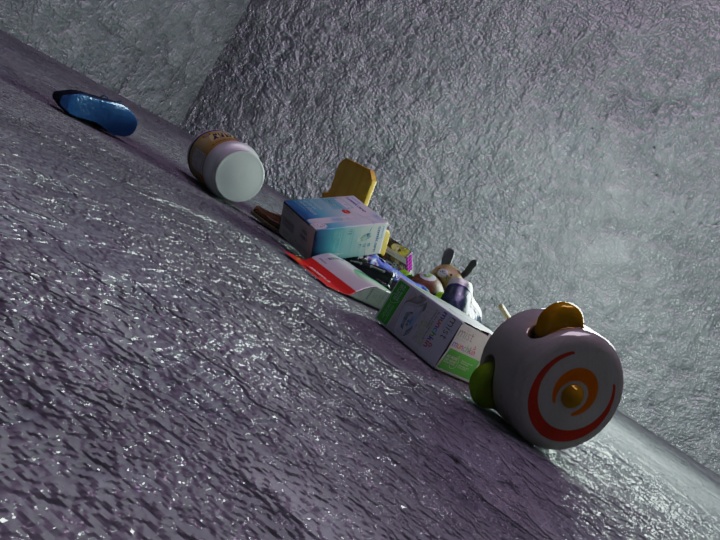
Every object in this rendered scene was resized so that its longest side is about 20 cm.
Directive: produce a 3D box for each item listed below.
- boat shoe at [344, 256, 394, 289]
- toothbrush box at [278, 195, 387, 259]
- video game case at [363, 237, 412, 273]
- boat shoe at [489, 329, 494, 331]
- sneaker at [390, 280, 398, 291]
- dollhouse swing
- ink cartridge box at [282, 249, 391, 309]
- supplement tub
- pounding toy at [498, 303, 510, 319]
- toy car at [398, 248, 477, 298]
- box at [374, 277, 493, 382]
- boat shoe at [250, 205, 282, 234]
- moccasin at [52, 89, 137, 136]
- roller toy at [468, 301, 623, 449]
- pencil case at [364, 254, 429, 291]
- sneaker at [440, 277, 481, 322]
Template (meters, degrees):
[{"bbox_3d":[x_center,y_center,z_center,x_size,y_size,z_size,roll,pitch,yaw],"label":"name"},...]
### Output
[{"bbox_3d":[0.000,0.000,1.442,0.200,0.061,0.076,28,-6,39],"label":"boat shoe"},{"bbox_3d":[-0.062,-0.098,1.436,0.199,0.086,0.146,-7,35,-36],"label":"toothbrush box"},{"bbox_3d":[0.081,-0.026,1.897,0.181,0.036,0.200,35,-28,28],"label":"video game case"},{"bbox_3d":[0.460,0.243,1.964,0.199,0.072,0.068,30,9,-5],"label":"boat shoe"},{"bbox_3d":[0.088,0.064,1.401,0.081,0.074,0.200,26,5,-27],"label":"sneaker"},{"bbox_3d":[0.006,-0.182,1.760,0.181,0.176,0.200,30,3,-41],"label":"dollhouse swing"},{"bbox_3d":[-0.041,0.006,1.290,0.161,0.050,0.200,36,4,40],"label":"ink cartridge box"},{"bbox_3d":[-0.328,-0.255,1.544,0.144,0.145,0.200,28,6,-39],"label":"supplement tub"},{"bbox_3d":[0.450,0.208,1.817,0.200,0.143,0.184,33,4,13],"label":"pounding toy"},{"bbox_3d":[0.218,0.025,1.694,0.164,0.200,0.158,31,-19,35],"label":"toy car"},{"bbox_3d":[0.159,0.116,1.134,0.200,0.097,0.176,28,6,-43],"label":"box"},{"bbox_3d":[-0.169,-0.110,1.535,0.199,0.068,0.072,32,5,0],"label":"boat shoe"},{"bbox_3d":[-0.574,-0.355,1.378,0.068,0.081,0.200,29,2,24],"label":"moccasin"},{"bbox_3d":[0.281,0.157,0.927,0.182,0.200,0.140,36,3,-20],"label":"roller toy"},{"bbox_3d":[0.080,0.035,1.551,0.199,0.087,0.078,32,-12,-11],"label":"pencil case"},{"bbox_3d":[0.207,0.124,1.380,0.080,0.147,0.200,9,-31,22],"label":"sneaker"}]
